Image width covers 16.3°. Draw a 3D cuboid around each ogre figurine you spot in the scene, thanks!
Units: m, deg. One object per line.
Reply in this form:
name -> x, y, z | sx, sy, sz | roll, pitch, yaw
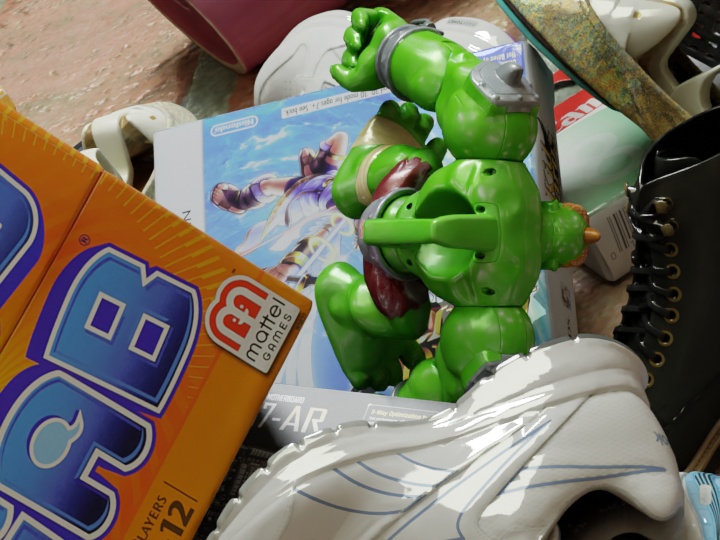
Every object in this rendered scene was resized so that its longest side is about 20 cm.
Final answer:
ogre figurine -> 0.033, -0.012, 1.079 | 0.120, 0.098, 0.200 | 0, 70, 57

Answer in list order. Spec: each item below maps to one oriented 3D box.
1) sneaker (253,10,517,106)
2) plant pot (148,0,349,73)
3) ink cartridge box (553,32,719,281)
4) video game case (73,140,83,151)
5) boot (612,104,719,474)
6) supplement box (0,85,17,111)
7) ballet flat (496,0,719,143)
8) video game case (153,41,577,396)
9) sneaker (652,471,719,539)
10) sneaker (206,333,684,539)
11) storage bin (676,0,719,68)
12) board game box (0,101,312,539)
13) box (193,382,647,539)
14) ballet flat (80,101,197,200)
sneaker -> -0.001, -0.091, 1.368 | 0.200, 0.075, 0.100 | -1, 38, 49
plant pot -> -0.056, -0.227, 1.534 | 0.179, 0.200, 0.200 | -48, 35, -7
ink cartridge box -> 0.137, -0.085, 1.305 | 0.161, 0.050, 0.200 | -33, 34, -12
video game case -> -0.164, -0.002, 1.413 | 0.200, 0.026, 0.181 | -42, 35, -25
boot -> 0.118, 0.022, 1.072 | 0.200, 0.138, 0.077 | -39, 35, -19
supplement box -> -0.242, -0.050, 1.442 | 0.069, 0.067, 0.200 | -42, 14, -26
ballet flat -> 0.149, -0.089, 1.182 | 0.071, 0.200, 0.071 | -41, -10, -9
video game case -> 0.000, 0.000, 1.194 | 0.200, 0.045, 0.182 | -13, 66, 20
sneaker -> 0.162, 0.133, 0.938 | 0.090, 0.078, 0.200 | -16, 33, 9
sneaker -> 0.030, 0.097, 0.950 | 0.200, 0.075, 0.087 | -25, 53, -2
storage bin -> 0.227, -0.157, 1.212 | 0.200, 0.094, 0.135 | 31, 52, 16
board game box -> -0.177, 0.058, 1.014 | 0.200, 0.200, 0.200 | -62, 15, -18
box -> 0.004, 0.126, 1.010 | 0.200, 0.044, 0.160 | 5, 52, 23
ballet flat -> -0.130, -0.052, 1.382 | 0.067, 0.062, 0.200 | -15, 32, 15
